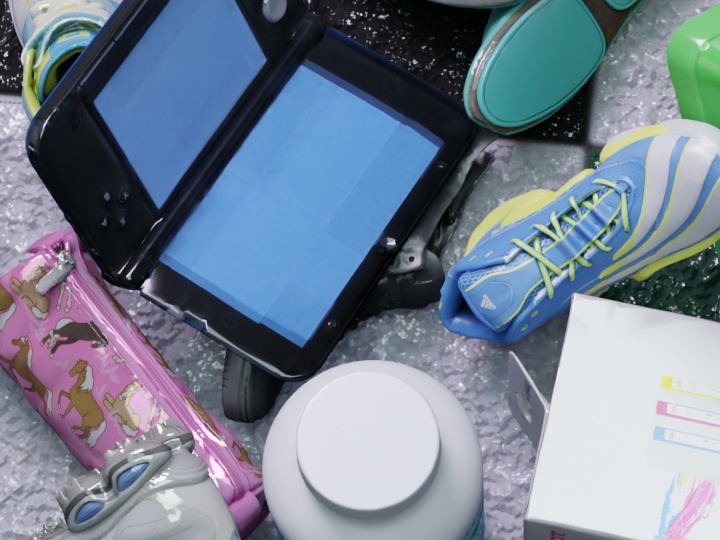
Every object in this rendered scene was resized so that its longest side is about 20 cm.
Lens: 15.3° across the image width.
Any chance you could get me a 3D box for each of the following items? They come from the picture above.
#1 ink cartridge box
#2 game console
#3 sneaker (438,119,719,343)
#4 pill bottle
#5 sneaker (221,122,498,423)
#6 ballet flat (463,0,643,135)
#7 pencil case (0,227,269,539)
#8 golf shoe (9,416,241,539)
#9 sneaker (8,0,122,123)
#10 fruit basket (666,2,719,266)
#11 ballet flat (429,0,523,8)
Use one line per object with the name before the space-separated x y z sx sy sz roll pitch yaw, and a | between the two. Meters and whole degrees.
ink cartridge box | 0.168 0.101 1.399 0.199 0.129 0.126 11 72 8
game console | -0.053 -0.075 1.422 0.118 0.171 0.200 14 58 35
sneaker | 0.115 -0.008 1.405 0.076 0.200 0.105 51 50 -8
pill bottle | 0.008 0.113 1.365 0.110 0.200 0.111 -1 71 3
sneaker | 0.000 0.002 1.476 0.104 0.060 0.200 14 65 10
ballet flat | 0.117 -0.152 1.526 0.200 0.070 0.067 -47 120 -17
pencil case | -0.127 0.073 1.444 0.083 0.087 0.200 -40 76 3
golf shoe | -0.138 0.167 1.381 0.200 0.078 0.097 -42 83 35
sneaker | -0.157 -0.135 1.495 0.079 0.131 0.201 -19 71 -2
fruit basket | 0.239 -0.083 1.443 0.155 0.216 0.216 -29 72 -14
ballet flat | 0.013 -0.201 1.511 0.200 0.064 0.067 25 64 34
